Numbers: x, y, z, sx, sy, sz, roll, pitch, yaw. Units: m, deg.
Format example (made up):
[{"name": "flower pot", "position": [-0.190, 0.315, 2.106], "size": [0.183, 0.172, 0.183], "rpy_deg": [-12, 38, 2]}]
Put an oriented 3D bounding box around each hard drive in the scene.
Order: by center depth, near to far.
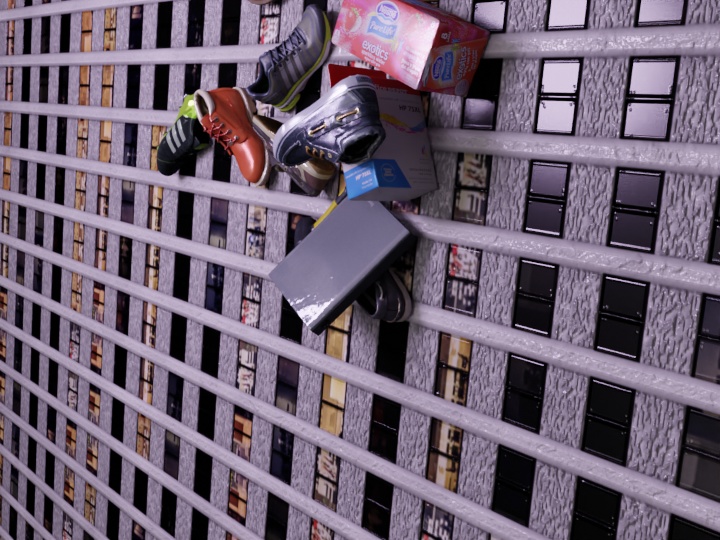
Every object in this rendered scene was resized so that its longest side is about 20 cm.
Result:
[{"name": "hard drive", "position": [-0.029, -0.019, 1.295], "size": [0.200, 0.033, 0.140], "rpy_deg": [-44, 49, 3]}]

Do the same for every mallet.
[{"name": "mallet", "position": [-0.040, -0.107, 1.380], "size": [0.200, 0.041, 0.066], "rpy_deg": [-50, 26, 24]}]

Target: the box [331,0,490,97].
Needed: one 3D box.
[{"name": "box", "position": [0.064, -0.317, 1.199], "size": [0.200, 0.100, 0.096], "rpy_deg": [40, 121, 41]}]

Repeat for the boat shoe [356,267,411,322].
[{"name": "boat shoe", "position": [0.000, 0.000, 1.315], "size": [0.200, 0.063, 0.073], "rpy_deg": [53, 131, 34]}]

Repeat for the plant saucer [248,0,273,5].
[{"name": "plant saucer", "position": [-0.152, -0.550, 1.489], "size": [0.200, 0.029, 0.200], "rpy_deg": [4, 95, 49]}]

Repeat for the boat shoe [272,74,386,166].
[{"name": "boat shoe", "position": [-0.047, -0.170, 1.176], "size": [0.200, 0.071, 0.091], "rpy_deg": [-34, 63, 44]}]

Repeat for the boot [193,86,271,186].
[{"name": "boot", "position": [-0.225, -0.232, 1.531], "size": [0.075, 0.107, 0.200], "rpy_deg": [-42, 63, 40]}]

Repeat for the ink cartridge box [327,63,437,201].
[{"name": "ink cartridge box", "position": [0.029, -0.201, 1.231], "size": [0.067, 0.116, 0.200], "rpy_deg": [-19, 78, 48]}]

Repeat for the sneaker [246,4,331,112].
[{"name": "sneaker", "position": [-0.115, -0.339, 1.416], "size": [0.074, 0.081, 0.200], "rpy_deg": [56, 130, 30]}]

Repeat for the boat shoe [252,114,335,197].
[{"name": "boat shoe", "position": [-0.122, -0.190, 1.438], "size": [0.200, 0.073, 0.065], "rpy_deg": [44, 118, 38]}]

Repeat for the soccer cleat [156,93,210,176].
[{"name": "soccer cleat", "position": [-0.333, -0.247, 1.688], "size": [0.081, 0.067, 0.200], "rpy_deg": [49, 127, 20]}]
